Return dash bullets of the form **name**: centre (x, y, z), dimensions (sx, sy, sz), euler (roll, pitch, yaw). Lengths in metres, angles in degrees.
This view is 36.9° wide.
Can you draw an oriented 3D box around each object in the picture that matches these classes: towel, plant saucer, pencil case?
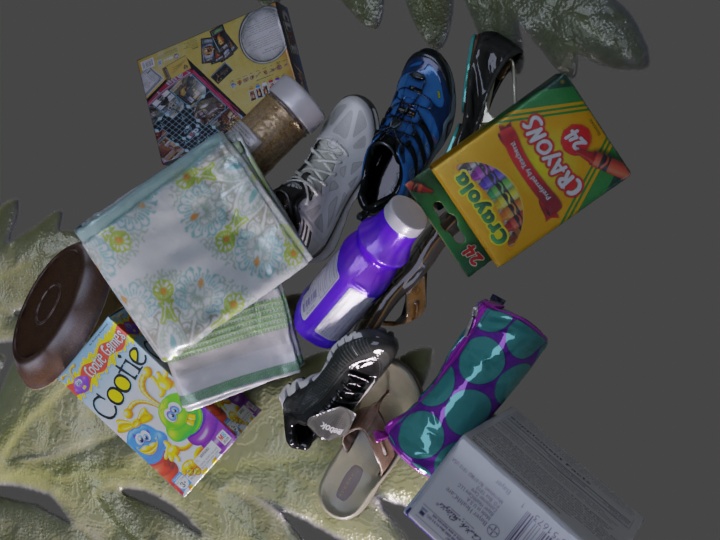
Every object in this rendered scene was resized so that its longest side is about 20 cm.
- **towel**: centre (-0.170, -0.028, 1.131), dimensions (0.199, 0.048, 0.172), euler (-34, 104, -8)
- **plant saucer**: centre (-0.370, 0.046, 1.319), dimensions (0.199, 0.032, 0.202), euler (-33, 41, 34)
- **pencil case**: centre (0.108, 0.124, 1.152), dimensions (0.092, 0.085, 0.201), euler (34, 95, -17)
- **towel**: centre (-0.151, 0.040, 1.183), dimensions (0.148, 0.031, 0.202), euler (-18, 104, -19)

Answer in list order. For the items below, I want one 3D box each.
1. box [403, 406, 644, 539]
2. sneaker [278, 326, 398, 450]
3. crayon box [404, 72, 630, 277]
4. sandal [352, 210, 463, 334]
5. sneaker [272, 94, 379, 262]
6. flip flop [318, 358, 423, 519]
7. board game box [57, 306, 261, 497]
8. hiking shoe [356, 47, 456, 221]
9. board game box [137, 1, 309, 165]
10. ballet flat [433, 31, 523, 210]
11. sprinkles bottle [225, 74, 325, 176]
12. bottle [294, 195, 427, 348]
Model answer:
- **box**: centre (0.168, 0.244, 1.077), dimensions (0.184, 0.200, 0.105), euler (40, 105, 17)
- **sneaker**: centre (-0.023, 0.138, 1.186), dimensions (0.200, 0.066, 0.091), euler (-40, 37, 39)
- **crayon box**: centre (0.161, -0.095, 1.120), dimensions (0.199, 0.051, 0.127), euler (-36, 97, 5)
- **sandal**: centre (0.059, 0.018, 1.199), dimensions (0.054, 0.082, 0.200), euler (38, 99, -9)
- **sneaker**: centre (-0.043, -0.104, 1.207), dimensions (0.075, 0.115, 0.202), euler (23, 98, 19)
- **flip flop**: centre (0.007, 0.194, 1.217), dimensions (0.081, 0.057, 0.201), euler (33, 101, 18)
- **board game box**: centre (-0.232, 0.146, 1.263), dimensions (0.200, 0.103, 0.105), euler (43, 105, 1)
- **hiking shoe**: centre (0.051, -0.146, 1.185), dimensions (0.074, 0.087, 0.202), euler (16, 96, 21)
- **board game box**: centre (-0.164, -0.221, 1.299), dimensions (0.198, 0.035, 0.137), euler (-17, 84, 21)
- **ballet flat**: centre (0.130, -0.157, 1.168), dimensions (0.068, 0.068, 0.202), euler (15, 96, 11)
- **sprinkles bottle**: centre (-0.131, -0.126, 1.205), dimensions (0.200, 0.068, 0.068), euler (-44, 75, -2)
- **bottle**: centre (0.000, 0.000, 1.176), dimensions (0.065, 0.084, 0.200), euler (30, 128, -13)
